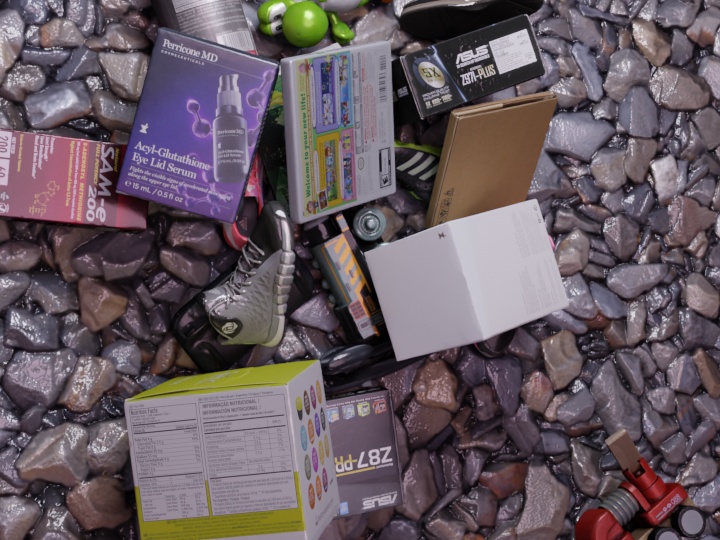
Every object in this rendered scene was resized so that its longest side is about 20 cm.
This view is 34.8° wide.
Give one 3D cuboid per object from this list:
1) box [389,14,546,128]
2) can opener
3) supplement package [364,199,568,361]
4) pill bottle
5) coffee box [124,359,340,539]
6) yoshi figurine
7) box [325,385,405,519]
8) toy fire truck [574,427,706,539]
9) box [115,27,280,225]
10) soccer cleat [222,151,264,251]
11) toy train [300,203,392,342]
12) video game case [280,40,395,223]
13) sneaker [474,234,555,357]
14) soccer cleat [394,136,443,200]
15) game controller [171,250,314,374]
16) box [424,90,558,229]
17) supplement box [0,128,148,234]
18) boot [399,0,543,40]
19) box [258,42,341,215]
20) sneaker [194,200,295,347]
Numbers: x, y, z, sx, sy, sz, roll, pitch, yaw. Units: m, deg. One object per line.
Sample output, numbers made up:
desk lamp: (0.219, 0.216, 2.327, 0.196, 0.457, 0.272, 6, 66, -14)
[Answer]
box: (0.121, -0.264, 1.555, 0.199, 0.164, 0.086, -22, 96, -19)
can opener: (0.025, 0.121, 1.567, 0.199, 0.079, 0.064, -13, 94, -32)
supplement package: (0.140, 0.011, 1.493, 0.200, 0.150, 0.152, -16, 88, -47)
pill bottle: (-0.205, -0.332, 1.460, 0.110, 0.111, 0.201, -19, 96, -20)
coffee box: (-0.149, 0.225, 1.390, 0.199, 0.200, 0.199, -7, 92, 9)
yoshi figurine: (-0.037, -0.354, 1.530, 0.199, 0.112, 0.113, -29, 105, -16)
box: (-0.047, 0.251, 1.542, 0.199, 0.049, 0.162, -7, 94, -19)
toy fire truck: (0.385, 0.339, 1.675, 0.176, 0.129, 0.200, -36, 89, -17)
box: (-0.191, -0.172, 1.365, 0.147, 0.104, 0.201, 15, 98, -5)
soccer cleat: (-0.151, -0.125, 1.495, 0.066, 0.076, 0.201, 0, 90, -22)
toy train: (0.000, 0.000, 1.551, 0.114, 0.085, 0.201, -28, 98, -9)
video game case: (-0.024, -0.175, 1.434, 0.182, 0.022, 0.201, -21, 116, -44)
sneaker: (0.219, 0.028, 1.623, 0.079, 0.095, 0.201, 24, 82, -20)
soccer cleat: (0.068, -0.141, 1.587, 0.199, 0.068, 0.081, 7, 99, -21)
game controller: (-0.152, 0.046, 1.518, 0.200, 0.042, 0.105, -41, 117, -16)
box: (0.177, -0.147, 1.572, 0.163, 0.021, 0.201, -15, 139, -25)
supplement box: (-0.364, -0.109, 1.424, 0.199, 0.061, 0.109, 5, 87, -22)
boot: (0.152, -0.411, 1.609, 0.199, 0.073, 0.151, -11, 59, 18)
box: (-0.064, -0.175, 1.483, 0.144, 0.036, 0.201, -22, 120, -7)
sneaker: (-0.148, 0.012, 1.433, 0.115, 0.075, 0.201, -5, 117, -22)
